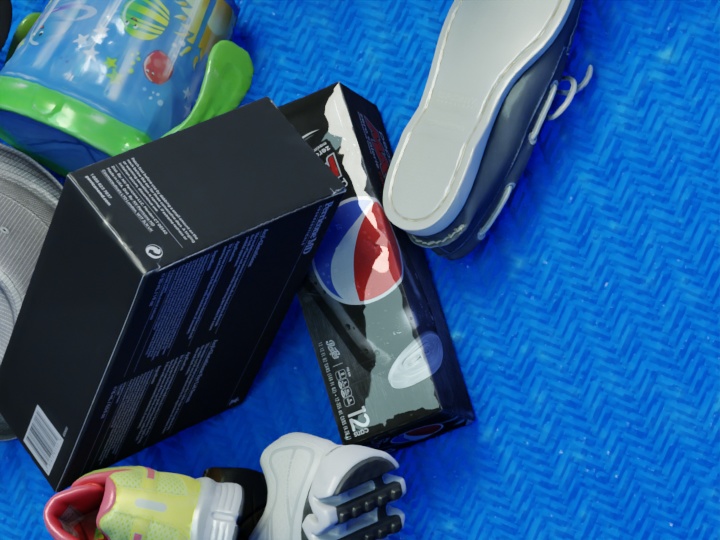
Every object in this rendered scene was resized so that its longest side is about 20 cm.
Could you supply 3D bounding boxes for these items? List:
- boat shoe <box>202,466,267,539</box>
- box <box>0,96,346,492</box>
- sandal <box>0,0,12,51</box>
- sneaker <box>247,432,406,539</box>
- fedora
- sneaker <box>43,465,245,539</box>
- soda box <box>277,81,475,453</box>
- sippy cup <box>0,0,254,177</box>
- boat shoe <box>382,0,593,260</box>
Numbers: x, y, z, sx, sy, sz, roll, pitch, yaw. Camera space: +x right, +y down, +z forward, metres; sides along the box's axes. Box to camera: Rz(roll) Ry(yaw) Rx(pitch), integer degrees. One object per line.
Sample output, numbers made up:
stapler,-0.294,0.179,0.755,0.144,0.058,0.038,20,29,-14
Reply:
boat shoe,-0.087,0.212,1.380,0.074,0.076,0.201,-8,72,30
box,-0.109,0.014,1.333,0.079,0.141,0.200,52,140,22
sandal,-0.287,-0.125,1.487,0.200,0.045,0.075,-27,52,40
sneaker,-0.025,0.183,1.351,0.081,0.075,0.201,20,112,40
fedora,-0.244,0.013,1.444,0.200,0.090,0.177,34,107,18
sneaker,-0.139,0.144,1.359,0.200,0.090,0.079,-35,43,58
soda box,0.000,0.000,1.382,0.063,0.071,0.201,-22,75,15
sippy cup,-0.138,-0.121,1.427,0.177,0.140,0.131,23,79,13
boat shoe,0.081,-0.101,1.371,0.075,0.062,0.201,15,78,37
